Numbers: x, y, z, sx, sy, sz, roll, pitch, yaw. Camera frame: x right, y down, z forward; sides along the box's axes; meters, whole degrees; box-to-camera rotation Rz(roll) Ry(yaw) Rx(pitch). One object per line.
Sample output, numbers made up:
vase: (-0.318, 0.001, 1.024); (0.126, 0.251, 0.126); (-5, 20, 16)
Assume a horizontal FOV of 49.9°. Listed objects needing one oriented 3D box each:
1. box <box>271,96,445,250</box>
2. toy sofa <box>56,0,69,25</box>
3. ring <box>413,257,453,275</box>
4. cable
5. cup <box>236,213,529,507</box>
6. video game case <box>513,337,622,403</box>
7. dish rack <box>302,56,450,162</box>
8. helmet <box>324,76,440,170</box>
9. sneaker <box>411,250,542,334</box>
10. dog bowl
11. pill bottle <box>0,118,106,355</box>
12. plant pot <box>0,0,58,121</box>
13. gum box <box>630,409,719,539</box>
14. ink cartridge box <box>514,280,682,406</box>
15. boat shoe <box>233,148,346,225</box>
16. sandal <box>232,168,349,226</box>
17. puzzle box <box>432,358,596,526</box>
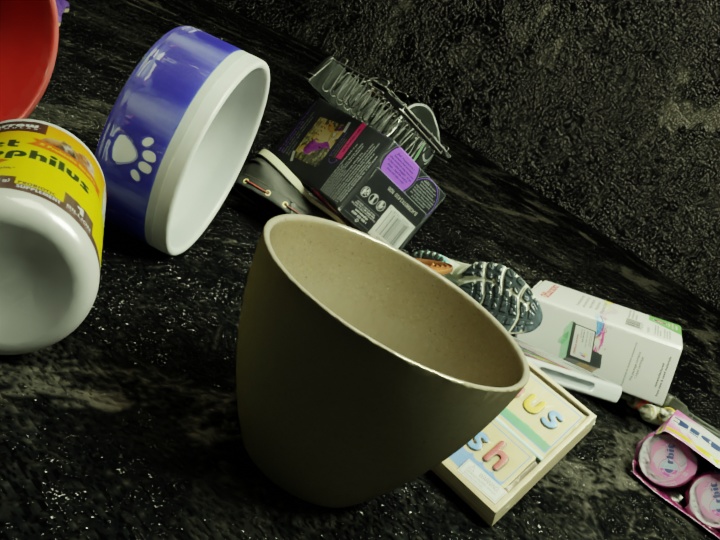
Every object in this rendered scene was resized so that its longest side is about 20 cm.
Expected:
box: (-0.008, -0.121, 0.986); (0.122, 0.106, 0.200); (40, 1, -40)
toy sofa: (-0.557, -0.504, 1.365); (0.097, 0.083, 0.200); (21, 19, -23)
ring: (0.000, 0.000, 0.833); (0.199, 0.019, 0.200); (1, 7, 0)
cable: (0.437, 0.210, 1.079); (0.200, 0.051, 0.097); (34, -4, -30)
cup: (-0.007, 0.074, 0.532); (0.199, 0.144, 0.200); (27, 17, -9)
video game case: (0.162, 0.090, 0.874); (0.181, 0.023, 0.200); (19, 3, -32)
dish rack: (0.025, -0.196, 0.984); (0.153, 0.055, 0.200); (37, 4, -38)
helmet: (0.017, -0.212, 1.293); (0.200, 0.190, 0.200); (52, -13, 17)
sneaker: (0.149, 0.027, 0.983); (0.199, 0.078, 0.086); (24, -1, 37)
dog bowl: (-0.164, -0.119, 0.724); (0.078, 0.201, 0.200); (26, 17, 0)
pill bottle: (-0.234, -0.037, 0.536); (0.109, 0.110, 0.200); (21, 19, -25)
plant pot: (-0.405, -0.229, 0.689); (0.176, 0.202, 0.200); (24, 15, 16)
gum box: (0.398, 0.241, 0.845); (0.200, 0.066, 0.113); (37, 17, 23)
ink cartridge box: (0.316, 0.090, 1.035); (0.199, 0.085, 0.145); (20, 13, 19)
boat shoe: (-0.069, -0.060, 0.956); (0.201, 0.063, 0.074); (42, -14, -3)
sandal: (-0.089, -0.097, 1.047); (0.199, 0.043, 0.076); (25, 18, -15)
puzzle box: (0.084, 0.104, 0.668); (0.133, 0.026, 0.200); (-33, 57, -29)
